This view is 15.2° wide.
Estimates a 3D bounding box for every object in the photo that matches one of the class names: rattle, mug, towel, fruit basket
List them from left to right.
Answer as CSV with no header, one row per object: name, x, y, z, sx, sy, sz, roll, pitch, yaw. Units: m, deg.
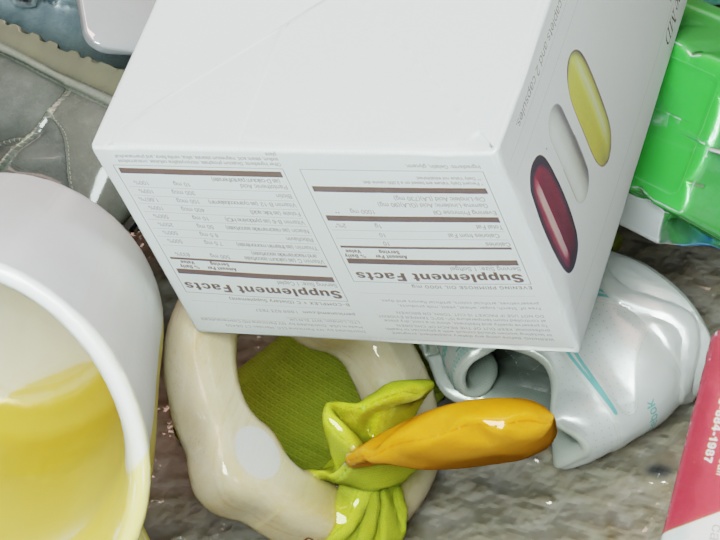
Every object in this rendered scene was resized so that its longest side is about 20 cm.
mug,-0.137,0.053,0.968,0.149,0.187,0.153,8,21,3
rattle,0.000,0.000,1.037,0.130,0.143,0.201,17,53,-14
towel,0.017,0.024,1.142,0.086,0.018,0.200,23,50,39
fruit basket,0.159,-0.051,1.113,0.185,0.200,0.094,29,98,40

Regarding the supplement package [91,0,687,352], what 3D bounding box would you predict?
supplement package,0.021,-0.084,0.989,0.155,0.111,0.200,3,53,25

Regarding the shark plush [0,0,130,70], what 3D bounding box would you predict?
shark plush,-0.114,-0.127,1.214,0.083,0.199,0.091,-1,70,65

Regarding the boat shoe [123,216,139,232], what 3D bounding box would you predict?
boat shoe,-0.025,-0.054,1.212,0.199,0.068,0.074,-30,-6,-39

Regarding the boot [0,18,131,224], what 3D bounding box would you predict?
boot,-0.178,-0.007,1.124,0.182,0.073,0.200,18,69,44

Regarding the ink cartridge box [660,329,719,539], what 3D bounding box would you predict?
ink cartridge box,0.202,0.110,0.882,0.199,0.083,0.146,7,67,24

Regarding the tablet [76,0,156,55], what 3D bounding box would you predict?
tablet,-0.036,-0.141,1.211,0.199,0.014,0.130,3,51,-23

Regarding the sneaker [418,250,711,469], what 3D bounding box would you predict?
sneaker,0.047,0.005,1.097,0.080,0.071,0.200,-37,54,-25

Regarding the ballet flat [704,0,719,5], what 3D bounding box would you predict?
ballet flat,0.150,-0.157,1.296,0.199,0.071,0.067,-6,38,9
